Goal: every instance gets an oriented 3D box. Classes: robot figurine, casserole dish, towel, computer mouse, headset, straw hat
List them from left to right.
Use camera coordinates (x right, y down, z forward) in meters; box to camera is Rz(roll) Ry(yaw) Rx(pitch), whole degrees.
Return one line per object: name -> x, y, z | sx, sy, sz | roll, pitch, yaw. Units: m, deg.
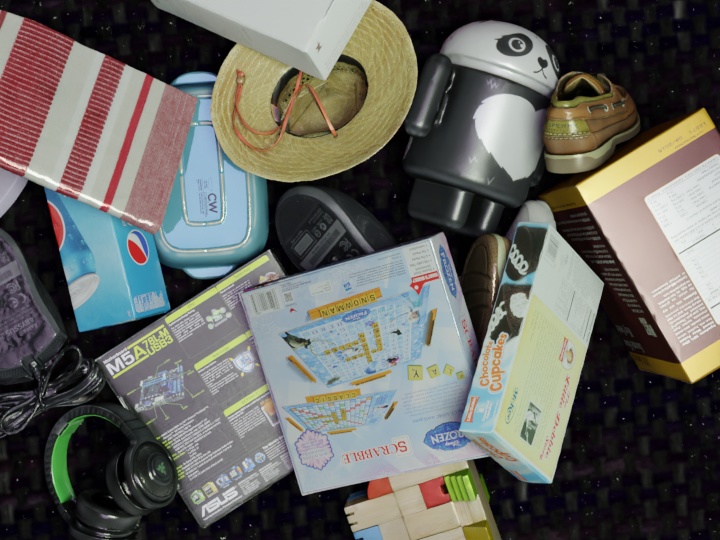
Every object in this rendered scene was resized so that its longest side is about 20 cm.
computer mouse -> -0.335, 0.049, 1.407 | 0.138, 0.053, 0.200 | -24, 89, 0
towel -> -0.252, -0.132, 1.333 | 0.200, 0.023, 0.144 | 24, 62, -21
headset -> -0.211, 0.212, 1.397 | 0.200, 0.094, 0.124 | 50, 115, 19
casserole dish -> -0.151, -0.091, 1.425 | 0.121, 0.039, 0.200 | -4, 92, -2
straw hat -> -0.033, -0.157, 1.401 | 0.201, 0.085, 0.201 | -6, 70, 15
computer mouse -> 0.000, 0.000, 1.407 | 0.200, 0.053, 0.138 | 51, 130, 4
robot figurine -> 0.114, -0.132, 1.393 | 0.125, 0.150, 0.200 | 18, 90, 10

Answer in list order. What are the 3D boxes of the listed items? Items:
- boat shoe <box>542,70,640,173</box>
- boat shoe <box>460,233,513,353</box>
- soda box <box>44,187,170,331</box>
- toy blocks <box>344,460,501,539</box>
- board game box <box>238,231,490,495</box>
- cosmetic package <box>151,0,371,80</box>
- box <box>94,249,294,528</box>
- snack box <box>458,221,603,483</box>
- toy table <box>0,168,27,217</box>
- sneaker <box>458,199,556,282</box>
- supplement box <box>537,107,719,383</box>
boat shoe -> 0.213, -0.149, 1.362 | 0.072, 0.200, 0.068 | -3, 110, 18
boat shoe -> 0.133, 0.064, 1.365 | 0.076, 0.072, 0.200 | -2, 106, -17
soda box -> -0.243, -0.048, 1.396 | 0.068, 0.064, 0.200 | -13, 91, 26
toy blocks -> 0.049, 0.225, 1.418 | 0.136, 0.100, 0.200 | -18, 94, 9
board game box -> 0.010, 0.087, 1.345 | 0.200, 0.041, 0.200 | -15, 94, 25
cosmetic package -> -0.098, -0.262, 1.368 | 0.200, 0.074, 0.102 | 28, 83, 20
box -> -0.119, 0.112, 1.425 | 0.200, 0.048, 0.193 | -33, 90, -1
snack box -> 0.153, 0.072, 1.308 | 0.037, 0.116, 0.200 | 1, 62, 37
toy table -> -0.396, -0.096, 1.348 | 0.184, 0.117, 0.200 | 35, 73, 20
sneaker -> 0.119, 0.020, 1.417 | 0.099, 0.078, 0.200 | 21, 89, -6
supplement box -> 0.283, -0.020, 1.367 | 0.133, 0.197, 0.200 | -31, 91, -2
